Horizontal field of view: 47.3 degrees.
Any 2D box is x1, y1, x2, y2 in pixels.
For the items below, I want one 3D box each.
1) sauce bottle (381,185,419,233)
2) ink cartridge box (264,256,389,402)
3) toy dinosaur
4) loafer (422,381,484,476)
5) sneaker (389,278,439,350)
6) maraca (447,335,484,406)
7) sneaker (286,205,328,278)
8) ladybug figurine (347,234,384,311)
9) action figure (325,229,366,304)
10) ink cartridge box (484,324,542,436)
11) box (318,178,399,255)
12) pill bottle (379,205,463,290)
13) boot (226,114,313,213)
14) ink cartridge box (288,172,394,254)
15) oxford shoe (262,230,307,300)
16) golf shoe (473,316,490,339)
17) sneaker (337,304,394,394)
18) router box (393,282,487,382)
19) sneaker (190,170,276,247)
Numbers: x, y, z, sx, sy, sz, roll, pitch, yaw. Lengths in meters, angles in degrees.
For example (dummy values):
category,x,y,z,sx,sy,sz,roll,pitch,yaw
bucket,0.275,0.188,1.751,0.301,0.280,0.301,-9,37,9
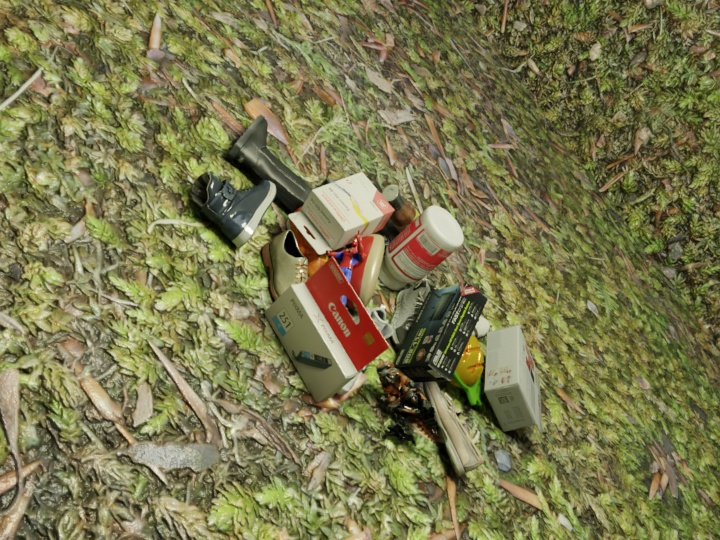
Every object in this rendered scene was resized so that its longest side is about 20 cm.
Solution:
category,x,y,z,sx,sy,sz,roll,pitch,yaw
sauce bottle,0.102,-0.127,1.884,0.200,0.066,0.066,54,15,-55
ink cartridge box,-0.066,0.107,1.482,0.045,0.176,0.201,-12,64,-54
toy dinosaur,0.102,0.261,1.605,0.199,0.102,0.136,30,21,-19
loafer,0.186,0.309,1.656,0.072,0.062,0.201,76,-6,-68
sneaker,0.126,0.086,1.791,0.075,0.115,0.201,34,34,-21
maraca,0.222,0.204,1.799,0.201,0.106,0.137,60,30,-17
sneaker,-0.100,-0.053,1.706,0.073,0.077,0.201,8,50,-45
ladybug figurine,0.000,0.000,1.730,0.071,0.136,0.201,17,41,-4
action figure,-0.041,-0.004,1.613,0.099,0.065,0.201,70,36,-49
ink cartridge box,0.352,0.261,1.884,0.176,0.083,0.201,62,24,-28
box,0.013,-0.125,1.945,0.199,0.047,0.194,-1,60,-50
pill bottle,0.128,-0.045,1.854,0.112,0.200,0.113,30,36,-26
boot,-0.181,-0.234,1.809,0.199,0.066,0.165,38,42,-11
ink cartridge box,-0.039,-0.119,1.697,0.199,0.068,0.117,-27,70,-43
oxford shoe,-0.133,0.012,1.597,0.070,0.074,0.201,8,51,-50
golf shoe,0.255,0.101,1.954,0.199,0.094,0.078,23,38,-37
sneaker,-0.003,0.143,1.575,0.075,0.115,0.201,39,33,-12
router box,0.160,0.129,1.676,0.062,0.150,0.201,36,67,-17
sneaker,-0.252,-0.155,1.631,0.146,0.077,0.203,41,34,-16
